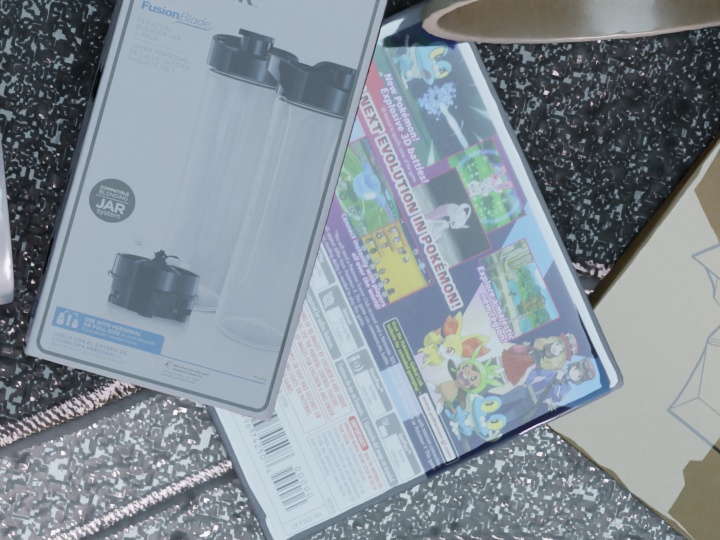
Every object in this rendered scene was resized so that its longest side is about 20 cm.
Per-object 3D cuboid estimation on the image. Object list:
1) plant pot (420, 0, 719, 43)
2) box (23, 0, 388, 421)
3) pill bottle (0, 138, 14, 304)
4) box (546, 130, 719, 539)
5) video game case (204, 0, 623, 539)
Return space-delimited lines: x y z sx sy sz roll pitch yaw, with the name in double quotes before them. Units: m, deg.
"plant pot" 0.117 -0.206 1.212 0.199 0.200 0.185 -5 86 -9
"box" -0.069 -0.045 1.229 0.116 0.060 0.201 17 88 -6
"pill bottle" -0.252 -0.024 1.197 0.199 0.113 0.114 -5 98 -8
"box" 0.194 0.032 1.325 0.163 0.021 0.200 38 91 -11
"video game case" 0.000 0.000 1.278 0.181 0.023 0.201 -25 92 -6
